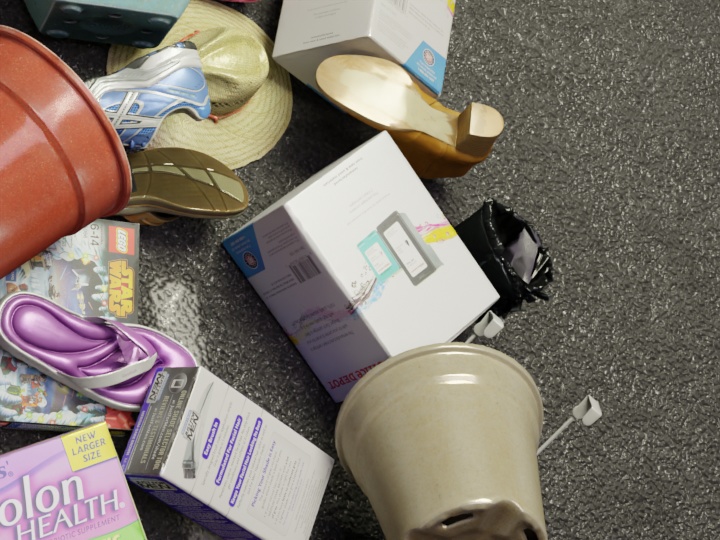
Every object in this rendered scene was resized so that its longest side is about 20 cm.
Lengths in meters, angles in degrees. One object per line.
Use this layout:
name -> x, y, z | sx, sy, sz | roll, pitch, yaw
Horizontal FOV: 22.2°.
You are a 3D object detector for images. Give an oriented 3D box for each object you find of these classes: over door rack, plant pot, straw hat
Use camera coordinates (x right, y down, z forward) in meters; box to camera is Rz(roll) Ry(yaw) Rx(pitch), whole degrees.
over door rack -> 0.119, 0.141, 1.801 | 0.148, 0.200, 0.067 | 40, 27, -13
plant pot -> -0.334, -0.073, 1.561 | 0.201, 0.201, 0.195 | 51, 59, -7
plant pot -> -0.228, -0.320, 1.716 | 0.196, 0.196, 0.200 | 5, 80, -17
plant pot -> 0.086, 0.200, 1.665 | 0.200, 0.200, 0.184 | 21, 30, -22
straw hat -> -0.140, -0.197, 1.799 | 0.201, 0.085, 0.201 | 8, 74, -27

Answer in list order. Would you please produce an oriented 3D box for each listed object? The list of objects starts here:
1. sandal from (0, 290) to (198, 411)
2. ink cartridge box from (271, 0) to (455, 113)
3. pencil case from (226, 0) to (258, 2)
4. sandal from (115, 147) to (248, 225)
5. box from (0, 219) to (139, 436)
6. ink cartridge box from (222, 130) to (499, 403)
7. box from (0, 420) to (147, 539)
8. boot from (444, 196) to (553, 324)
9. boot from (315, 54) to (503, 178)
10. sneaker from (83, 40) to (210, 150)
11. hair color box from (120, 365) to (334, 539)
sandal -> -0.233, 0.074, 1.648 | 0.203, 0.050, 0.083 | 18, 69, -26
ink cartridge box -> 0.011, -0.282, 1.859 | 0.129, 0.125, 0.200 | 34, 57, -45
pencil case -> -0.107, -0.364, 1.860 | 0.094, 0.091, 0.200 | 20, 70, -18
sandal -> -0.208, -0.071, 1.747 | 0.200, 0.054, 0.080 | -3, 53, -13
box -> -0.274, 0.048, 1.687 | 0.137, 0.040, 0.200 | 6, 73, -28
ink cartridge box -> 0.000, 0.000, 1.786 | 0.146, 0.147, 0.200 | -38, 97, -31
box -> -0.279, 0.255, 1.588 | 0.176, 0.097, 0.200 | -17, 85, -26
boot -> 0.095, -0.034, 1.836 | 0.073, 0.162, 0.198 | -34, 94, -32
boot -> 0.034, -0.142, 1.831 | 0.201, 0.144, 0.071 | 16, 69, -12
sneaker -> -0.233, -0.143, 1.714 | 0.200, 0.076, 0.077 | -25, 94, -5
hair color box -> -0.120, 0.179, 1.683 | 0.200, 0.065, 0.109 | 41, 58, -41
